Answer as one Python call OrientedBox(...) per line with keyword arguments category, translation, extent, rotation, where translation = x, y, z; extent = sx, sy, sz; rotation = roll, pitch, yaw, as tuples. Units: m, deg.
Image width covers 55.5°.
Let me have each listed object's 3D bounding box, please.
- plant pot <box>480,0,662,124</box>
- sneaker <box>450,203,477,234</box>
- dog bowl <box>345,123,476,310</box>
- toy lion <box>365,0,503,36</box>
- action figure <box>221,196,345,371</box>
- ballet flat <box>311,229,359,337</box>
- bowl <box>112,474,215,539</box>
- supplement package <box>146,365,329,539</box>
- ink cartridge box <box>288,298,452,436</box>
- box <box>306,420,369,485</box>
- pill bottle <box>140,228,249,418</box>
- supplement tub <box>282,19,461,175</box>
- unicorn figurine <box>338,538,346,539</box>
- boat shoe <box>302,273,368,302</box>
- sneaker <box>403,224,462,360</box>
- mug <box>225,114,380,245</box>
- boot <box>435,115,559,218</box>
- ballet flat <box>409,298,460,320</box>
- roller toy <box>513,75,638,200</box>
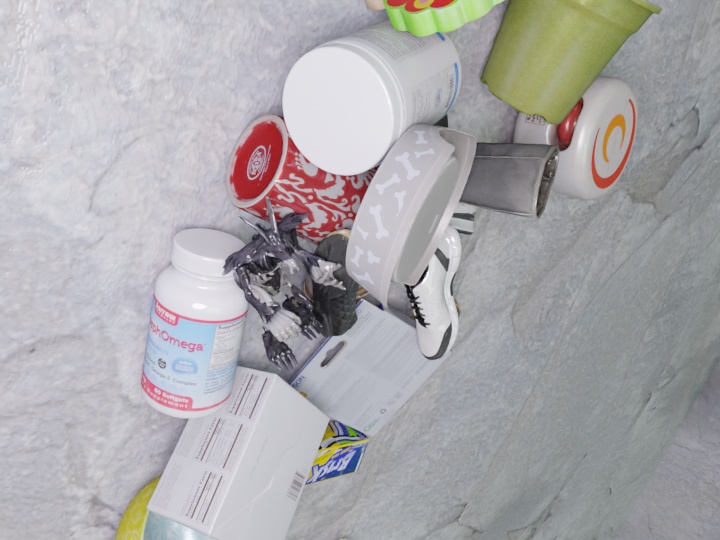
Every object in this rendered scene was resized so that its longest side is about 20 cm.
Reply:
OrientedBox(category="plant pot", translation=(0.260, -0.307, 0.913), extent=(0.199, 0.201, 0.185), rotation=(-2, 129, -42))
OrientedBox(category="sneaker", translation=(0.102, -0.124, 0.979), extent=(0.199, 0.075, 0.116), rotation=(9, 96, -45))
OrientedBox(category="dog bowl", translation=(0.051, -0.060, 0.714), extent=(0.201, 0.058, 0.201), rotation=(-57, 166, -23))
OrientedBox(category="toy lion", translation=(0.094, -0.329, 0.720), extent=(0.200, 0.191, 0.069), rotation=(-45, 139, -10))
OrientedBox(category="action figure", translation=(-0.076, 0.018, 0.737), extent=(0.119, 0.102, 0.201), rotation=(-43, 150, -28))
OrientedBox(category="ballet flat", translation=(-0.024, 0.012, 0.824), extent=(0.057, 0.066, 0.201), rotation=(-34, 157, -27))
OrientedBox(category="bowl", translation=(-0.265, 0.372, 0.914), extent=(0.107, 0.202, 0.200), rotation=(-15, 144, 22))
OrientedBox(category="supplement package", translation=(-0.151, 0.248, 0.894), extent=(0.156, 0.110, 0.201), rotation=(52, 53, -48))
OrientedBox(category="ink cartridge box", translation=(0.008, 0.144, 1.036), extent=(0.199, 0.043, 0.197), rotation=(33, 106, -31))
OrientedBox(category="box", translation=(-0.084, 0.290, 1.079), extent=(0.199, 0.064, 0.071), rotation=(1, 116, -43))
OrientedBox(category="pill bottle", translation=(-0.187, 0.060, 0.788), extent=(0.108, 0.109, 0.202), rotation=(-6, 120, -40))
OrientedBox(category="supplement tub", translation=(0.020, -0.195, 0.741), extent=(0.200, 0.131, 0.133), rotation=(-42, 145, -51))
OrientedBox(category="unicorn figurine", translation=(-0.071, 0.587, 1.300), extent=(0.137, 0.074, 0.201), rotation=(-39, 152, -30))
OrientedBox(category="boat shoe", translation=(0.000, 0.000, 0.962), extent=(0.199, 0.076, 0.072), rotation=(-18, 160, -32))
OrientedBox(category="sneaker", translation=(0.090, 0.035, 0.953), extent=(0.080, 0.073, 0.202), rotation=(-18, 115, -36))
OrientedBox(category="mug", translation=(-0.052, -0.111, 0.814), extent=(0.133, 0.179, 0.199), rotation=(-31, 146, 34))
OrientedBox(category="boot", translation=(0.147, -0.150, 0.856), extent=(0.072, 0.199, 0.183), rotation=(34, 65, -49))
OrientedBox(category="ballet flat", translation=(0.079, 0.112, 1.104), extent=(0.200, 0.063, 0.069), rotation=(-41, 120, 9))
OrientedBox(category="roller toy", translation=(0.328, -0.213, 1.061), extent=(0.182, 0.139, 0.201), rotation=(-40, 134, -29))
